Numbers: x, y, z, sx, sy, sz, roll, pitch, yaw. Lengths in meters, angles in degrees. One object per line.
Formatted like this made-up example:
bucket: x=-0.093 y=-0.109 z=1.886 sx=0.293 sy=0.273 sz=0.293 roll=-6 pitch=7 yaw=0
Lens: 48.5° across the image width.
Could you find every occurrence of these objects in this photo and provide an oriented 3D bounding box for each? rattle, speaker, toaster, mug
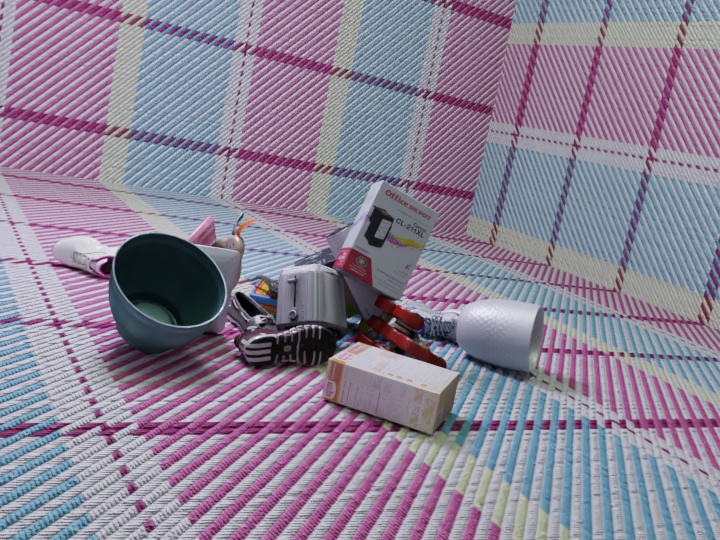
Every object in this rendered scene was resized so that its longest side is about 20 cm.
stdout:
rattle: x=-0.335 y=-0.045 z=1.830 sx=0.140 sy=0.202 sz=0.131 roll=13 pitch=35 yaw=-29
speaker: x=0.000 y=0.000 z=1.716 sx=0.080 sy=0.203 sz=0.081 roll=-25 pitch=7 yaw=3
toaster: x=-0.092 y=0.066 z=1.609 sx=0.111 sy=0.132 sz=0.199 roll=-6 pitch=-13 yaw=23
mug: x=0.316 y=0.145 z=1.800 sx=0.172 sy=0.151 sz=0.200 roll=9 pitch=-12 yaw=23

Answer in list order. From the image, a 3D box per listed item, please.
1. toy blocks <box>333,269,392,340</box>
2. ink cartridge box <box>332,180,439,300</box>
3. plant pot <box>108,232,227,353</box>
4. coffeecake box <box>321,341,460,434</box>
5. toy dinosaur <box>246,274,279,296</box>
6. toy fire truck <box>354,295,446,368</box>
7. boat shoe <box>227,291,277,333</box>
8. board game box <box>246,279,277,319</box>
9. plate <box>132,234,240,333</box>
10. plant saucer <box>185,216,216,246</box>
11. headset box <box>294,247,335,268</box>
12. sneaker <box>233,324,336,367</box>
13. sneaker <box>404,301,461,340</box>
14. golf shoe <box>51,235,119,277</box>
toy blocks: x=-0.007 y=0.062 z=1.832 sx=0.200 sy=0.100 sz=0.137 roll=44 pitch=-3 yaw=-15
ink cartridge box: x=0.052 y=-0.061 z=1.646 sx=0.144 sy=0.203 sz=0.083 roll=27 pitch=-7 yaw=-13
plant pot: x=-0.343 y=0.055 z=1.367 sx=0.197 sy=0.135 sz=0.203 roll=22 pitch=40 yaw=-20
coffeecake box: x=0.054 y=0.195 z=1.362 sx=0.196 sy=0.075 sz=0.153 roll=15 pitch=11 yaw=18
toy dinosaur: x=-0.169 y=0.036 z=1.730 sx=0.087 sy=0.049 sz=0.199 roll=-4 pitch=17 yaw=-31
toy fire truck: x=0.095 y=0.147 z=1.624 sx=0.166 sy=0.114 sz=0.199 roll=31 pitch=-2 yaw=-28
boat shoe: x=-0.216 y=0.096 z=1.631 sx=0.066 sy=0.058 sz=0.199 roll=4 pitch=13 yaw=-38
board game box: x=-0.149 y=0.079 z=1.809 sx=0.191 sy=0.057 sz=0.200 roll=12 pitch=10 yaw=-2
plate: x=-0.335 y=0.036 z=1.487 sx=0.195 sy=0.203 sz=0.033 roll=9 pitch=36 yaw=-15
plant saucer: x=-0.400 y=-0.037 z=1.850 sx=0.051 sy=0.201 sz=0.201 roll=42 pitch=6 yaw=-9
headset box: x=-0.072 y=0.005 z=1.991 sx=0.196 sy=0.095 sz=0.174 roll=-21 pitch=13 yaw=-2
sneaker: x=-0.148 y=0.128 z=1.498 sx=0.197 sy=0.078 sz=0.115 roll=3 pitch=10 yaw=-38
sneaker: x=0.176 y=0.132 z=1.908 sx=0.196 sy=0.079 sz=0.085 roll=9 pitch=17 yaw=30
golf shoe: x=-0.606 y=-0.028 z=1.811 sx=0.195 sy=0.077 sz=0.092 roll=10 pitch=13 yaw=-3
